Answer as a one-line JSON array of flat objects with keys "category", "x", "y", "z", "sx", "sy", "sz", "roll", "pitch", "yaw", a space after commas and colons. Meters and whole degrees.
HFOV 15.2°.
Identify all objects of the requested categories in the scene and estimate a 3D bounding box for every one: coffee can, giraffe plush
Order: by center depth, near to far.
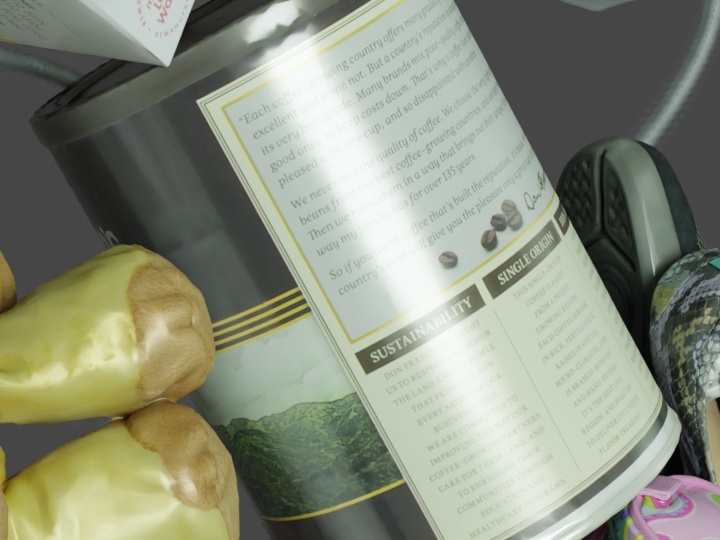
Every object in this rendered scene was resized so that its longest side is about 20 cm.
[{"category": "giraffe plush", "x": -0.146, "y": 0.065, "z": 0.782, "sx": 0.199, "sy": 0.162, "sz": 0.173, "roll": -8, "pitch": 86, "yaw": 9}, {"category": "coffee can", "x": 0.000, "y": 0.000, "z": 0.914, "sx": 0.146, "sy": 0.146, "sz": 0.200, "roll": -33, "pitch": 101, "yaw": -24}]

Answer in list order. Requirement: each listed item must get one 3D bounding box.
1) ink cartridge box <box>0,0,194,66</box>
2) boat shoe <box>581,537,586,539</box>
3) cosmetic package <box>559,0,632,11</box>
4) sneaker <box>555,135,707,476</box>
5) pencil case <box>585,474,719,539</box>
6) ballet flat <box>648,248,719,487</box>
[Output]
[{"category": "ink cartridge box", "x": -0.101, "y": -0.133, "z": 0.845, "sx": 0.068, "sy": 0.199, "sz": 0.115, "roll": 38, "pitch": 68, "yaw": -53}, {"category": "boat shoe", "x": 0.093, "y": 0.185, "z": 1.000, "sx": 0.076, "sy": 0.072, "sz": 0.201, "roll": -18, "pitch": 98, "yaw": 3}, {"category": "cosmetic package", "x": 0.055, "y": -0.203, "z": 0.946, "sx": 0.199, "sy": 0.166, "sz": 0.168, "roll": 11, "pitch": 81, "yaw": -26}, {"category": "sneaker", "x": 0.140, "y": 0.036, "z": 1.023, "sx": 0.114, "sy": 0.076, "sz": 0.200, "roll": -23, "pitch": 99, "yaw": -28}, {"category": "pencil case", "x": 0.071, "y": 0.163, "z": 0.924, "sx": 0.087, "sy": 0.088, "sz": 0.200, "roll": 25, "pitch": 115, "yaw": -22}, {"category": "ballet flat", "x": 0.153, "y": 0.090, "z": 0.955, "sx": 0.072, "sy": 0.072, "sz": 0.201, "roll": -25, "pitch": 106, "yaw": -25}]
